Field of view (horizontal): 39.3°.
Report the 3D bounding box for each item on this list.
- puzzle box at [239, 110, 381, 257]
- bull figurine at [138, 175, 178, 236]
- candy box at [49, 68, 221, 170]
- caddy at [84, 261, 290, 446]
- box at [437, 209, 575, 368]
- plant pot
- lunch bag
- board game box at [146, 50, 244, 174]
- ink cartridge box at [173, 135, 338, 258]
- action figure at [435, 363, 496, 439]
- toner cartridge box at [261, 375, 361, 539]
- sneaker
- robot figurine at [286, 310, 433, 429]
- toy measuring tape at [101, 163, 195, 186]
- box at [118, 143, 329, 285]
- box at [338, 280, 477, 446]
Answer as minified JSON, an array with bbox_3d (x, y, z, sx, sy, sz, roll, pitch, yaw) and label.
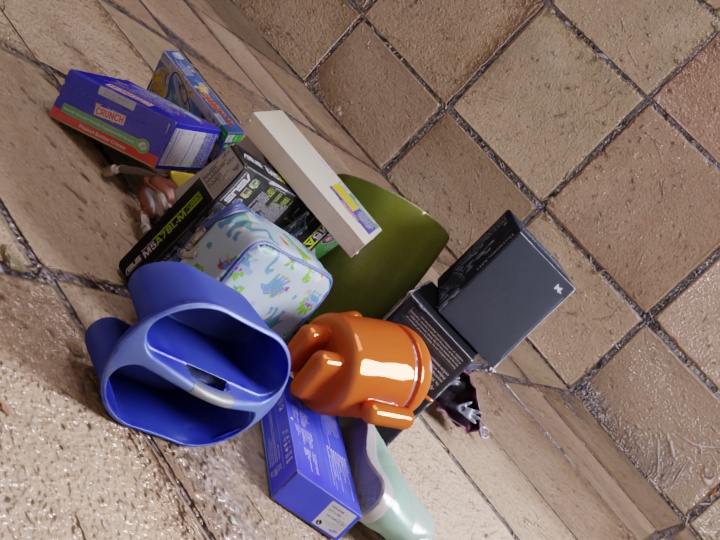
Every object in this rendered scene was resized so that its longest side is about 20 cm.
[{"bbox_3d":[-0.055,-0.107,1.205,0.201,0.025,0.133,50,13,0],"label":"puzzle box"},{"bbox_3d":[-0.214,-0.044,1.330,0.199,0.065,0.122,39,16,-28],"label":"bull figurine"},{"bbox_3d":[-0.309,-0.208,1.417,0.167,0.078,0.200,28,8,7],"label":"candy box"},{"bbox_3d":[-0.154,0.085,0.920,0.199,0.142,0.105,32,12,-47],"label":"caddy"},{"bbox_3d":[0.190,0.019,1.358,0.107,0.148,0.200,44,11,-6],"label":"box"},{"bbox_3d":[0.000,0.000,1.414,0.185,0.202,0.187,27,-7,4],"label":"plant pot"},{"bbox_3d":[-0.134,0.023,1.119,0.083,0.161,0.200,46,8,27],"label":"lunch bag"},{"bbox_3d":[-0.271,-0.228,1.579,0.034,0.136,0.201,-9,51,-47],"label":"board game box"},{"bbox_3d":[-0.119,-0.075,1.289,0.199,0.146,0.084,31,31,-55],"label":"ink cartridge box"},{"bbox_3d":[0.161,0.226,1.750,0.146,0.136,0.200,3,-3,2],"label":"action figure"},{"bbox_3d":[-0.060,0.198,1.108,0.095,0.043,0.201,41,13,-24],"label":"toner cartridge box"},{"bbox_3d":[0.023,0.252,1.161,0.118,0.074,0.201,48,7,-25],"label":"sneaker"},{"bbox_3d":[0.002,0.110,1.162,0.198,0.118,0.143,12,-1,-42],"label":"robot figurine"},{"bbox_3d":[-0.264,-0.100,1.387,0.198,0.074,0.074,5,39,-48],"label":"toy measuring tape"},{"bbox_3d":[-0.150,-0.032,1.180,0.048,0.200,0.193,54,15,31],"label":"box"},{"bbox_3d":[0.053,0.130,1.355,0.124,0.197,0.200,47,11,5],"label":"box"}]
